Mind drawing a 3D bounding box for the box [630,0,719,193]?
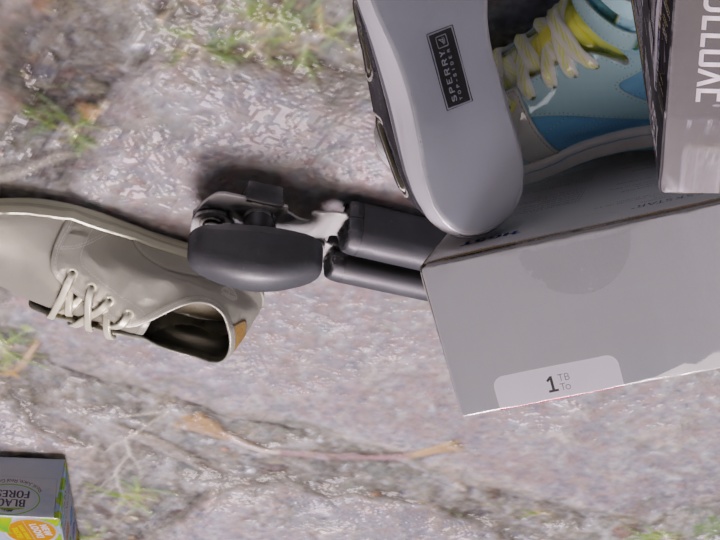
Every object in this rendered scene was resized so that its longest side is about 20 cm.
[{"bbox_3d":[0.129,-0.147,0.671,0.050,0.200,0.158,0,126,3],"label":"box"}]

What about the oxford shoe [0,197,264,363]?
[{"bbox_3d":[-0.152,0.008,1.048,0.200,0.058,0.075,15,144,-15],"label":"oxford shoe"}]

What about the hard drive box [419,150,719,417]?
[{"bbox_3d":[0.130,-0.009,0.891,0.156,0.200,0.077,-12,101,18],"label":"hard drive box"}]

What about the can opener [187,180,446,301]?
[{"bbox_3d":[0.000,0.000,1.021,0.200,0.067,0.053,12,143,-14],"label":"can opener"}]

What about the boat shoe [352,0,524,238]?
[{"bbox_3d":[0.026,-0.114,0.822,0.070,0.066,0.200,-21,107,-19],"label":"boat shoe"}]

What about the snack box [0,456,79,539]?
[{"bbox_3d":[-0.305,0.185,1.299,0.200,0.053,0.142,3,145,-2],"label":"snack box"}]

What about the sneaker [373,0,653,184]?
[{"bbox_3d":[0.096,-0.110,0.860,0.200,0.080,0.131,-13,144,3],"label":"sneaker"}]
